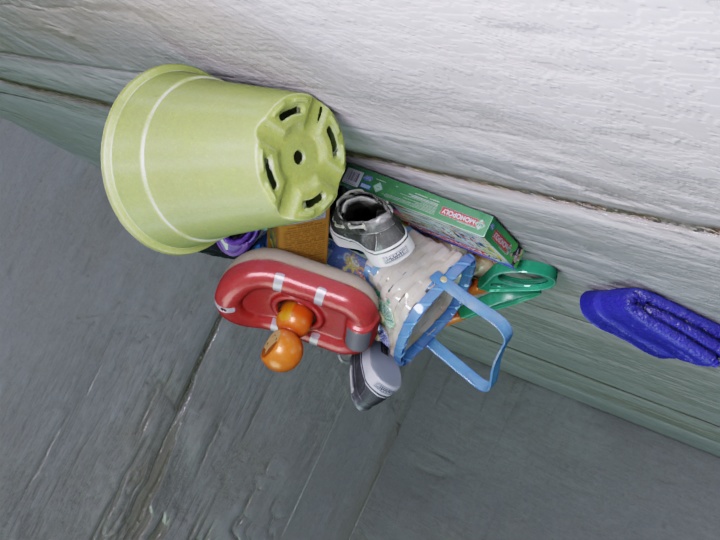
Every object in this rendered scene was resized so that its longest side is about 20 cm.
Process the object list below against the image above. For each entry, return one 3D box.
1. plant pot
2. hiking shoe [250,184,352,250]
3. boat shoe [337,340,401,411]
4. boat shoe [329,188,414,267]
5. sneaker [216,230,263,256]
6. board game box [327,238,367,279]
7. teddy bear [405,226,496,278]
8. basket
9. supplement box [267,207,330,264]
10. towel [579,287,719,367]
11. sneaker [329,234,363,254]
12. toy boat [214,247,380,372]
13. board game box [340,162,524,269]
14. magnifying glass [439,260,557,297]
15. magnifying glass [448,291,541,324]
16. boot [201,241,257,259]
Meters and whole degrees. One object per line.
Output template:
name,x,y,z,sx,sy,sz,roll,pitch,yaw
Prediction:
plant pot,-0.121,-0.113,1.156,0.190,0.200,0.200,3,161,42
hiking shoe,-0.093,-0.046,1.539,0.074,0.200,0.087,46,-177,11
boat shoe,0.014,0.108,1.528,0.074,0.068,0.200,32,-151,-26
boat shoe,0.005,-0.062,1.330,0.064,0.071,0.200,63,169,-21
sneaker,-0.162,-0.061,1.481,0.080,0.084,0.200,19,156,-5
board game box,0.000,0.000,1.644,0.200,0.035,0.135,29,179,10
teddy bear,0.106,-0.027,1.569,0.145,0.067,0.200,17,171,-13
basket,0.097,0.057,1.449,0.200,0.139,0.176,34,152,17
supplement box,-0.076,-0.064,1.399,0.069,0.067,0.200,-13,147,-10
towel,0.347,0.069,1.376,0.147,0.050,0.200,25,175,-3
sneaker,-0.032,-0.072,1.667,0.078,0.070,0.200,19,179,-22
toy boat,-0.083,0.063,1.388,0.200,0.131,0.131,18,146,7
board game box,0.086,-0.065,1.381,0.200,0.029,0.135,23,174,28
magnifying glass,0.173,0.016,1.497,0.079,0.022,0.200,18,163,-31
magnifying glass,0.159,0.054,1.606,0.200,0.022,0.080,-20,170,34
boot,-0.190,-0.101,1.626,0.073,0.163,0.198,2,173,33
